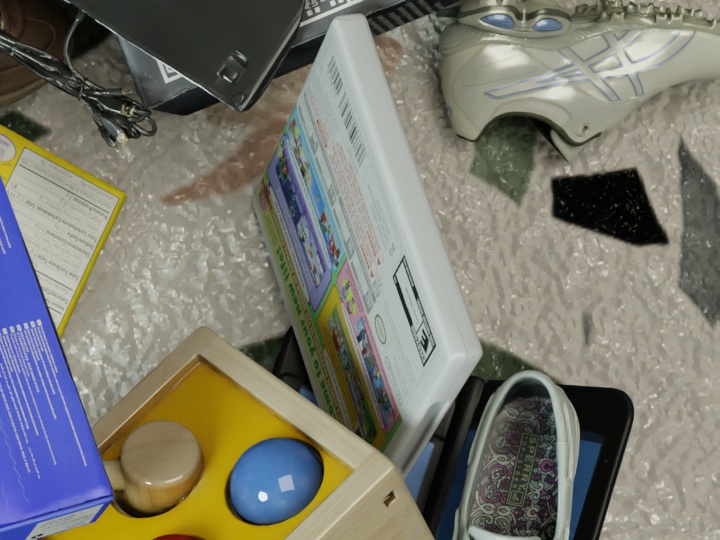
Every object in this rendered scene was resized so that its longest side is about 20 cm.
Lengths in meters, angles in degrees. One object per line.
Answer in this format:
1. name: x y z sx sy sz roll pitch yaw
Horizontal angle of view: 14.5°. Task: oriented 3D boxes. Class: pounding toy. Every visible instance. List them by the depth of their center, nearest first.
1. pounding toy: -0.101 0.129 1.421 0.184 0.200 0.142 -43 139 -16

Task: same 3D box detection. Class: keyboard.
1. keyboard: -0.134 -0.143 1.453 0.199 0.021 0.127 33 88 6

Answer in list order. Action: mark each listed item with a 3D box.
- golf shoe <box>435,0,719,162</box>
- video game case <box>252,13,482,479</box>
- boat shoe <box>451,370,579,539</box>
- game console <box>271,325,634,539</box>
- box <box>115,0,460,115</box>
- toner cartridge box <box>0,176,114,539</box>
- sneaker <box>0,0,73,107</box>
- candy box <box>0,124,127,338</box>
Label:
1. golf shoe: 0.137 -0.111 1.641 0.199 0.078 0.098 2 94 -15
2. video game case: 0.000 0.000 1.465 0.022 0.182 0.201 -8 63 -22
3. boat shoe: 0.071 0.146 1.446 0.070 0.072 0.202 6 70 12
4. game console: 0.026 0.133 1.508 0.170 0.118 0.201 23 70 -15
5. box: -0.052 -0.212 1.511 0.197 0.123 0.201 -21 89 6
6. toner cartridge box: -0.196 0.035 1.357 0.095 0.043 0.201 -13 73 -26
7. sneaker: -0.228 -0.128 1.471 0.199 0.076 0.071 -8 63 -36
8. candy box: -0.232 -0.042 1.499 0.199 0.026 0.103 29 70 -12
